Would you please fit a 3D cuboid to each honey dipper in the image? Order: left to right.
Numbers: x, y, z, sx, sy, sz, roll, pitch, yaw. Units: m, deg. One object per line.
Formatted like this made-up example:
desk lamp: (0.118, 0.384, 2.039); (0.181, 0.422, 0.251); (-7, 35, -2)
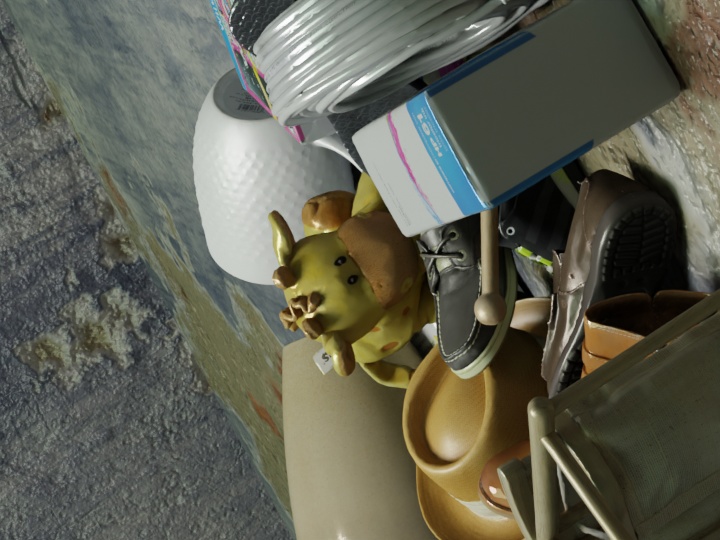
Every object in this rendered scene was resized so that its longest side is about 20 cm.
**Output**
honey dipper: (0.086, -0.063, 1.456); (0.038, 0.038, 0.201); (164, 107, -76)

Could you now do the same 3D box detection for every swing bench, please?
swing bench: (0.199, 0.105, 1.272); (0.130, 0.199, 0.200); (56, 166, 13)

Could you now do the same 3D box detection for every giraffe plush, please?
giraffe plush: (0.000, 0.000, 1.605); (0.172, 0.200, 0.162); (35, -170, 18)

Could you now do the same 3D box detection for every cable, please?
cable: (0.026, -0.159, 1.322); (0.069, 0.200, 0.200); (63, 173, 2)

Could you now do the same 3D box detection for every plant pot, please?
plant pot: (0.011, 0.142, 1.784); (0.187, 0.187, 0.200); (147, 104, -77)

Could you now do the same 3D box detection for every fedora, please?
fedora: (0.090, 0.102, 1.554); (0.082, 0.201, 0.201); (31, -173, -38)

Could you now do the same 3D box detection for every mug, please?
mug: (-0.060, -0.092, 1.971); (0.200, 0.148, 0.176); (17, 139, 24)

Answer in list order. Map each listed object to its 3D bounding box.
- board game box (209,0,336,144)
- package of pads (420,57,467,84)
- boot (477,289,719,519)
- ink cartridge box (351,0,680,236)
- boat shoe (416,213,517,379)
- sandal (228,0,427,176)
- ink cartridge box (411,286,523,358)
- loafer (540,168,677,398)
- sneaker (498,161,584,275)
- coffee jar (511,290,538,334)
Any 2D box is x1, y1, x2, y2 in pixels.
board game box: (-0.065, -0.190, 1.600); (0.200, 0.064, 0.148); (-129, 17, -69)
package of pads: (0.014, -0.192, 1.551); (0.155, 0.068, 0.200); (75, 168, -48)
boot: (0.161, 0.085, 1.415); (0.074, 0.200, 0.155); (-100, -8, -46)
ink cartridge box: (0.091, -0.097, 1.340); (0.085, 0.144, 0.200); (59, 167, -2)
boat shoe: (0.071, -0.018, 1.536); (0.066, 0.201, 0.072); (28, 142, -29)
sandal: (-0.002, -0.131, 1.453); (0.200, 0.076, 0.043); (45, -149, -19)
ink cartridge box: (0.091, 0.050, 1.800); (0.200, 0.084, 0.145); (57, 167, 6)
loafer: (0.164, 0.012, 1.443); (0.071, 0.073, 0.200); (-117, 30, -43)
sneaker: (0.126, -0.026, 1.504); (0.200, 0.083, 0.072); (59, 167, 2)
coffee jar: (0.153, 0.097, 1.624); (0.085, 0.104, 0.200); (29, -171, -38)
